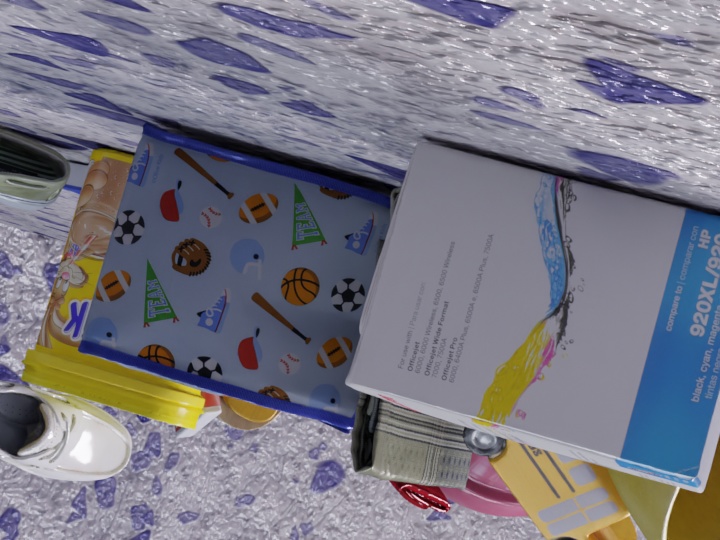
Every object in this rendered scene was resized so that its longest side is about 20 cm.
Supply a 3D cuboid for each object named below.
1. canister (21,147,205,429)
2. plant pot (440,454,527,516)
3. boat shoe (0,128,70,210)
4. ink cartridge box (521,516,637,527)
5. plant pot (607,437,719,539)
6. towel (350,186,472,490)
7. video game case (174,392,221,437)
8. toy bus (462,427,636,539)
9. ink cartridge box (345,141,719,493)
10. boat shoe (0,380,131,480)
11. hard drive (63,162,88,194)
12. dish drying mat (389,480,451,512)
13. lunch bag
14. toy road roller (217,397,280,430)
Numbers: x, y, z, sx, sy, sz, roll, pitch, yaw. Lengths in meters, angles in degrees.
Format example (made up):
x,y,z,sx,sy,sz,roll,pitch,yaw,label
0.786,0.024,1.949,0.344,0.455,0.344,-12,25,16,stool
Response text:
x,y,z,sx,sy,sz,roll,pitch,yaw,label
-0.179,0.014,1.791,0.148,0.200,0.087,15,176,9,canister
0.133,0.081,1.719,0.200,0.200,0.179,16,161,-7,plant pot
-0.342,-0.106,1.864,0.200,0.072,0.062,14,153,-25,boat shoe
0.207,0.134,1.935,0.116,0.200,0.067,14,176,23,ink cartridge box
0.227,0.080,1.432,0.200,0.200,0.142,21,-161,-52,plant pot
0.044,0.050,1.495,0.034,0.193,0.200,8,174,23,towel
-0.153,0.036,1.897,0.017,0.200,0.143,-5,169,-16,video game case
0.131,0.117,1.493,0.078,0.065,0.200,-27,109,28,toy bus
0.114,0.028,1.242,0.200,0.145,0.147,15,175,12,ink cartridge box
-0.264,0.130,1.771,0.200,0.071,0.069,20,176,-32,boat shoe
-0.175,-0.057,2.052,0.132,0.025,0.200,12,174,41,hard drive
-0.006,0.093,1.578,0.200,0.018,0.077,54,-169,33,dish drying mat
-0.071,0.009,1.517,0.200,0.170,0.124,15,179,7,lunch bag
-0.041,0.062,1.925,0.146,0.200,0.123,32,178,-17,toy road roller
